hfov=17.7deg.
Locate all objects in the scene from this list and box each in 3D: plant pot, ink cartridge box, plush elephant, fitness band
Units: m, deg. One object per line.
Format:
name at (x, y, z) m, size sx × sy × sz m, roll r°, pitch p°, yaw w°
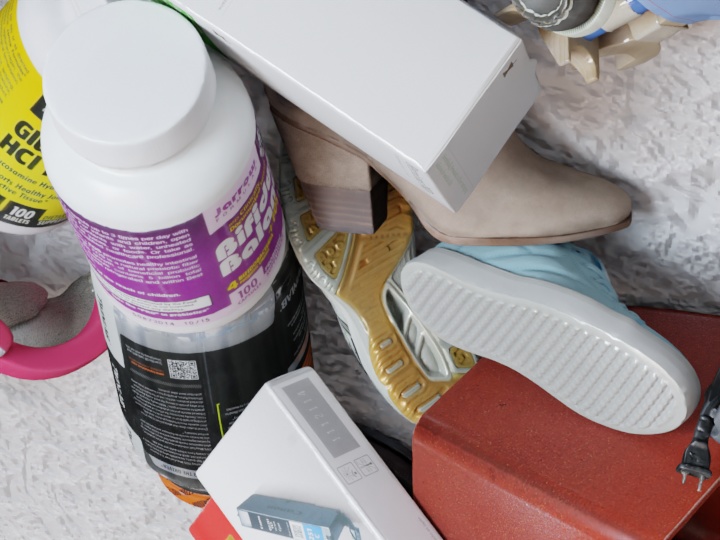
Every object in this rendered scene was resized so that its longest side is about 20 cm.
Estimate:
plant pot at (0.136, 0.133, 1.295) m, size 0.176 × 0.200 × 0.200 m, roll 24°, pitch 136°, yaw 28°
ink cartridge box at (-0.022, 0.185, 1.324) m, size 0.200 × 0.045 × 0.176 m, roll 52°, pitch 132°, yaw 17°
plush elephant at (-0.287, 0.005, 1.475) m, size 0.165 × 0.200 × 0.155 m, roll -17°, pitch 97°, yaw 48°
fitness band at (-0.221, -0.025, 1.409) m, size 0.200 × 0.144 × 0.037 m, roll 49°, pitch 138°, yaw -12°

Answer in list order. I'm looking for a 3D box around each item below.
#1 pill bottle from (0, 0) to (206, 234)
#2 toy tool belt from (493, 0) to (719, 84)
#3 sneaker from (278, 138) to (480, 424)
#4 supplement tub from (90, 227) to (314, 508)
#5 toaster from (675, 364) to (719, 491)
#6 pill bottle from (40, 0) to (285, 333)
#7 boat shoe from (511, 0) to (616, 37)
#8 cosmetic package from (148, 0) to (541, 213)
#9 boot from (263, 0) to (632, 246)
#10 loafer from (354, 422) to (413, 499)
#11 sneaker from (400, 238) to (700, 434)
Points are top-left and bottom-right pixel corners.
pill bottle at (-0.163, -0.112, 1.322) m, size 0.112 × 0.112 × 0.200 m, roll 43°, pitch 136°, yaw -7°
toy tool belt at (0.124, -0.151, 1.111) m, size 0.123 × 0.125 × 0.200 m, roll -15°, pitch 144°, yaw 39°
sneaker at (0.000, 0.000, 1.342) m, size 0.200 × 0.076 × 0.088 m, roll 68°, pitch 169°, yaw -6°
supplement tub at (-0.090, 0.048, 1.393) m, size 0.122 × 0.123 × 0.200 m, roll 17°, pitch 141°, yaw 19°
toaster at (0.255, 0.040, 1.145) m, size 0.129 × 0.200 × 0.114 m, roll 26°, pitch 175°, yaw 4°
pill bottle at (-0.104, -0.054, 1.211) m, size 0.112 × 0.112 × 0.200 m, roll 21°, pitch 159°, yaw 15°
boat shoe at (0.053, -0.195, 1.005) m, size 0.072 × 0.061 × 0.202 m, roll -25°, pitch 80°, yaw 42°
cosmetic package at (-0.015, -0.124, 1.156) m, size 0.200 × 0.085 × 0.108 m, roll 36°, pitch 178°, yaw 16°
boot at (0.046, -0.092, 1.245) m, size 0.200 × 0.070 × 0.147 m, roll 0°, pitch 111°, yaw 6°
loafer at (0.042, 0.182, 1.476) m, size 0.200 × 0.063 × 0.072 m, roll 45°, pitch 135°, yaw -9°
sneaker at (0.115, 0.018, 1.241) m, size 0.200 × 0.082 × 0.074 m, roll 28°, pitch 144°, yaw 39°
